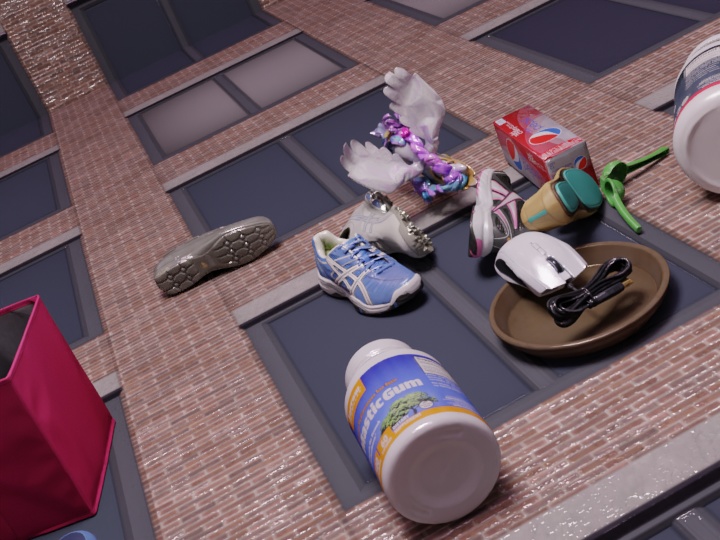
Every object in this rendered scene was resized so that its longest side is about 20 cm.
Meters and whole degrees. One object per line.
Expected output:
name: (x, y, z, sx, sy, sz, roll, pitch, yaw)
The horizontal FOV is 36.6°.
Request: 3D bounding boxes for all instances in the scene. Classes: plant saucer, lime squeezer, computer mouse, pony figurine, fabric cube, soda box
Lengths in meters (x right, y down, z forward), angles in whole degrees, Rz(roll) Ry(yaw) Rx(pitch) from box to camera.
plant saucer: (0.239, 0.033, 1.185, 0.200, 0.029, 0.200, -20, 26, 10)
lime squeezer: (0.334, -0.103, 1.369, 0.071, 0.038, 0.200, 20, 40, 12)
computer mouse: (0.207, -0.005, 1.202, 0.110, 0.044, 0.200, -31, 27, -13)
pony figurine: (0.075, -0.169, 1.523, 0.167, 0.193, 0.200, -58, 13, 2)
fabric cube: (-0.427, 0.184, 1.262, 0.200, 0.200, 0.196, -22, 27, 4)
soda box: (0.251, -0.162, 1.494, 0.063, 0.070, 0.200, -25, 26, -3)

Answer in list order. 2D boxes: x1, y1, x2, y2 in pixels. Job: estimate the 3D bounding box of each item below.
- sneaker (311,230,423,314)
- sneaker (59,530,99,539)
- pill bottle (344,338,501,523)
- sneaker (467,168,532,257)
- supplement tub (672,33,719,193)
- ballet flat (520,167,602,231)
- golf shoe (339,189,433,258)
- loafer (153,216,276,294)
sneaker: (0.000, 0.000, 1.391, 0.076, 0.077, 0.200, -37, 30, -28)
sneaker: (-0.321, 0.318, 1.057, 0.074, 0.082, 0.200, -10, 27, 29)
pill bottle: (0.048, 0.143, 1.043, 0.112, 0.112, 0.200, -27, 26, -6)
sneaker: (0.187, -0.065, 1.386, 0.086, 0.080, 0.200, 6, 31, 8)
supplement tub: (0.449, -0.193, 1.308, 0.140, 0.140, 0.200, -12, 28, 23)
ballet flat: (0.239, -0.084, 1.318, 0.063, 0.069, 0.200, -34, -8, 25)
golf shoe: (0.031, -0.041, 1.472, 0.097, 0.078, 0.200, -43, 22, -1)
loafer: (-0.222, -0.033, 1.646, 0.200, 0.070, 0.070, -23, 34, 3)
